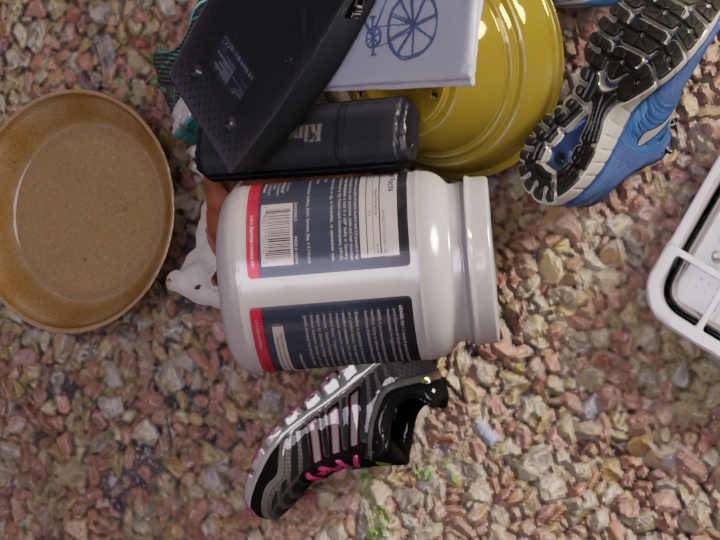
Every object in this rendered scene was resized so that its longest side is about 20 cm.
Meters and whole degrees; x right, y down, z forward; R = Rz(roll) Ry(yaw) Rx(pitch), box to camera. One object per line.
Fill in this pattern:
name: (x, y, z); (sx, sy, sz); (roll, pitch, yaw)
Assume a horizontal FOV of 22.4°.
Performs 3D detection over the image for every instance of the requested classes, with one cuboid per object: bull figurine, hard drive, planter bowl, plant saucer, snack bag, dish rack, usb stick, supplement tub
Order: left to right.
plant saucer: (-0.233, -0.049, 1.514); (0.199, 0.035, 0.202); (-1, 88, 24)
bull figurine: (-0.082, -0.060, 1.457); (0.199, 0.065, 0.122); (-33, 78, 15)
hard drive: (-0.060, -0.183, 1.345); (0.201, 0.042, 0.135); (-55, 48, 25)
usb stick: (-0.042, -0.098, 1.374); (0.199, 0.033, 0.056); (-1, 87, 35)
supplement tub: (0.000, 0.000, 1.350); (0.198, 0.140, 0.142); (-4, 88, 5)
snack bag: (0.027, -0.229, 1.306); (0.188, 0.021, 0.202); (2, 85, 48)
planter bowl: (0.047, -0.159, 1.370); (0.199, 0.083, 0.202); (11, 111, 32)
dish rack: (0.325, -0.017, 1.337); (0.171, 0.043, 0.201); (32, 99, 17)

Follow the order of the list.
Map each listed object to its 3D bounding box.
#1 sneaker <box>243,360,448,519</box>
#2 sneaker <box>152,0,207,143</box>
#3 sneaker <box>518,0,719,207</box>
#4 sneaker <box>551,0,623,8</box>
sneaker: (-0.007, 0.133, 1.425); (0.200, 0.074, 0.087); (-46, 71, 7)
sneaker: (-0.096, -0.195, 1.456); (0.200, 0.077, 0.092); (-40, 66, 21)
sneaker: (0.202, -0.130, 1.356); (0.200, 0.089, 0.079); (-52, 57, 16)
sneaker: (0.135, -0.230, 1.373); (0.198, 0.072, 0.073); (-4, 89, 21)
